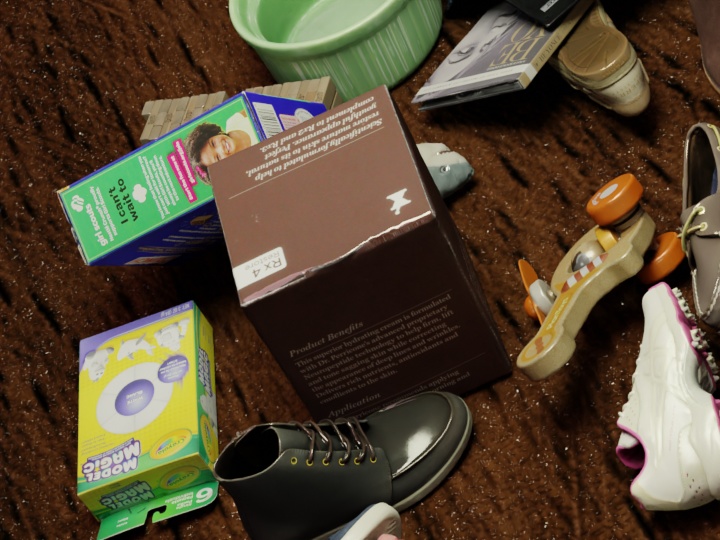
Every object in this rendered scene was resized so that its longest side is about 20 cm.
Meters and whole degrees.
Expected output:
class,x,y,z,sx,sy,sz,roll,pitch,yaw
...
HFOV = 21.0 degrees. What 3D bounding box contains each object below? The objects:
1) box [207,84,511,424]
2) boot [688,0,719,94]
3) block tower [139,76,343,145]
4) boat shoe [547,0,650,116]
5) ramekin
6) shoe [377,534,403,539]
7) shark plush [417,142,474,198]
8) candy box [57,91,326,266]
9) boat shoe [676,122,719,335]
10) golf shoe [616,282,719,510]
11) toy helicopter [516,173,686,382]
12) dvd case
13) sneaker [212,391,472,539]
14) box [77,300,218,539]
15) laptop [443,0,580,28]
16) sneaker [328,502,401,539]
class,x,y,z,sx,sy,sz,roll,pitch,yaw
box,0.000,0.000,1.551,0.165,0.201,0.165,-23,44,6
boot,0.300,-0.246,1.632,0.072,0.167,0.201,-20,47,10
block tower,-0.114,-0.134,1.838,0.198,0.054,0.058,-4,49,26
boat shoe,0.202,-0.187,1.710,0.071,0.065,0.200,-35,25,9
ramekin,-0.017,-0.251,1.859,0.198,0.098,0.201,-15,46,16
shoe,0.026,0.276,1.374,0.090,0.072,0.201,9,50,18
shark plush,0.005,-0.044,1.688,0.083,0.091,0.200,41,70,14
candy box,-0.132,-0.075,1.683,0.199,0.169,0.078,-28,80,21
boat shoe,0.276,-0.035,1.515,0.059,0.072,0.201,23,49,-10
golf shoe,0.223,0.092,1.442,0.091,0.075,0.201,-23,42,15
toy helicopter,0.164,0.020,1.523,0.132,0.079,0.200,-27,19,42
dvd case,0.146,-0.222,1.753,0.148,0.016,0.200,-6,39,53
sneaker,-0.011,0.140,1.498,0.199,0.107,0.075,-33,43,-2
box,-0.181,0.128,1.645,0.116,0.049,0.201,-20,46,12
laptop,0.183,-0.285,1.785,0.177,0.200,0.103,-41,86,-11
sneaker,-0.054,0.242,1.452,0.084,0.075,0.200,30,69,38
